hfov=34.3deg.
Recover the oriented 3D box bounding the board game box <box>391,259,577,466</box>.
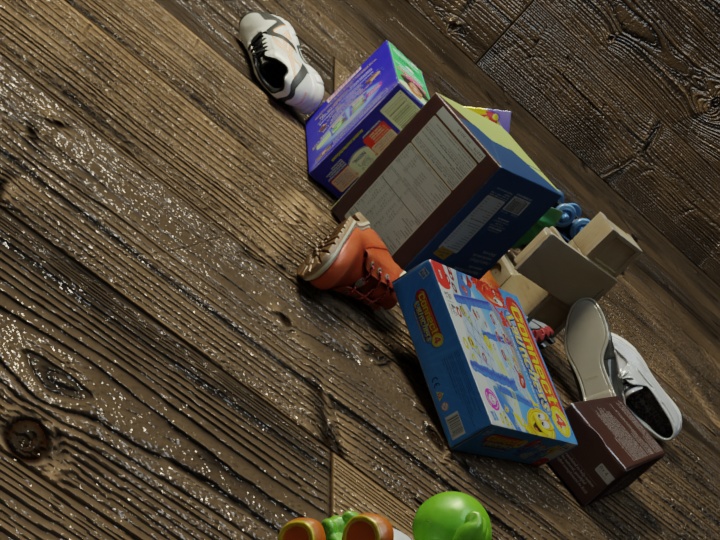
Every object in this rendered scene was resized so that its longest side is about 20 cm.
[{"bbox_3d":[0.138,0.104,1.281,0.195,0.056,0.201,20,44,-51],"label":"board game box"}]

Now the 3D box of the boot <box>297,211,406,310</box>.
[{"bbox_3d":[0.000,0.000,1.265,0.107,0.075,0.200,50,17,2],"label":"boot"}]

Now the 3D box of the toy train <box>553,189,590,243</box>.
[{"bbox_3d":[0.329,-0.088,2.088,0.199,0.114,0.087,34,17,-30],"label":"toy train"}]

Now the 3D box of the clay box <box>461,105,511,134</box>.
[{"bbox_3d":[0.112,-0.179,1.680,0.198,0.116,0.048,6,-6,1],"label":"clay box"}]

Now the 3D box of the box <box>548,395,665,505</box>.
[{"bbox_3d":[0.294,0.216,1.421,0.100,0.075,0.200,52,18,21],"label":"box"}]

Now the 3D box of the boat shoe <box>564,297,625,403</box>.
[{"bbox_3d":[0.326,0.139,1.618,0.057,0.066,0.202,46,33,-57],"label":"boat shoe"}]

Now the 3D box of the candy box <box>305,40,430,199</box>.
[{"bbox_3d":[0.009,-0.201,1.559,0.077,0.169,0.200,40,18,-22],"label":"candy box"}]

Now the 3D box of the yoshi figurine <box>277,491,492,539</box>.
[{"bbox_3d":[0.034,0.199,0.848,0.199,0.112,0.113,26,18,-50],"label":"yoshi figurine"}]

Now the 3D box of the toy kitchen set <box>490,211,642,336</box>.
[{"bbox_3d":[0.253,-0.040,1.680,0.163,0.200,0.181,29,23,-39],"label":"toy kitchen set"}]

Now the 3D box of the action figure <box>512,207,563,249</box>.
[{"bbox_3d":[0.190,-0.092,1.753,0.198,0.118,0.055,15,50,-30],"label":"action figure"}]

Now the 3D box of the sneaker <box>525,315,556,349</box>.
[{"bbox_3d":[0.188,0.076,1.497,0.098,0.071,0.200,52,21,16],"label":"sneaker"}]

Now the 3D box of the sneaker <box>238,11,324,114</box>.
[{"bbox_3d":[-0.125,-0.308,1.662,0.080,0.074,0.201,12,34,-49],"label":"sneaker"}]

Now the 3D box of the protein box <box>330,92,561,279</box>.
[{"bbox_3d":[0.111,-0.085,1.474,0.135,0.200,0.198,53,20,25],"label":"protein box"}]

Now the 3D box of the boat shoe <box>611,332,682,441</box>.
[{"bbox_3d":[0.411,0.178,1.777,0.201,0.072,0.068,55,18,4],"label":"boat shoe"}]

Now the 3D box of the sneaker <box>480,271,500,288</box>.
[{"bbox_3d":[0.140,-0.039,1.638,0.073,0.077,0.201,17,34,-58],"label":"sneaker"}]
